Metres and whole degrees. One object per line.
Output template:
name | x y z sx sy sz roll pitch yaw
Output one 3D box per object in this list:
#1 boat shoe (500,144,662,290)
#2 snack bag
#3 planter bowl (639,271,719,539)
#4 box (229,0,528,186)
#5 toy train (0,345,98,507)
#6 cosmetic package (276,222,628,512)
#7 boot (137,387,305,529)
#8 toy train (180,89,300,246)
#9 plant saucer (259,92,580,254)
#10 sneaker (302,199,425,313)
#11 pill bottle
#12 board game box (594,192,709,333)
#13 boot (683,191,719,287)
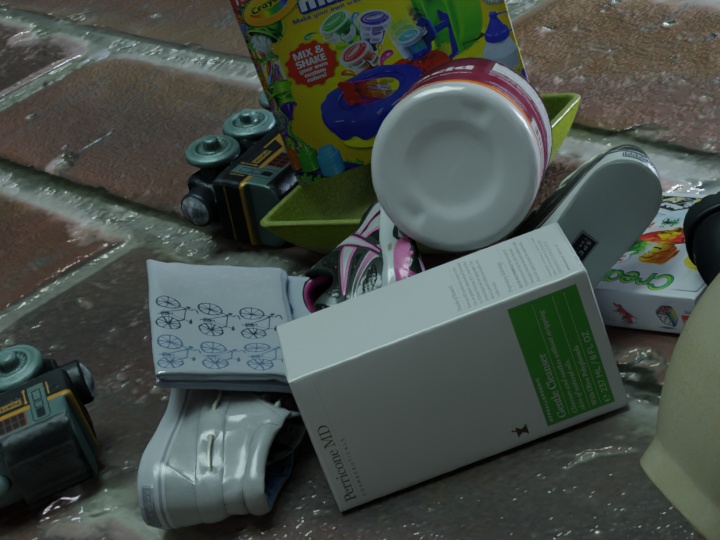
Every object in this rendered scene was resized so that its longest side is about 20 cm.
boat shoe | 0.126 -0.002 1.550 0.200 0.071 0.064 -45 11 13
snack bag | -0.049 0.040 1.609 0.199 0.022 0.189 4 23 -8
planter bowl | 0.232 0.095 1.211 0.135 0.200 0.200 -47 24 7
box | 0.009 -0.202 1.811 0.199 0.193 0.122 -19 37 3
toy train | -0.277 0.128 1.624 0.199 0.085 0.114 -23 34 -4
cosmetic package | 0.057 0.061 1.482 0.199 0.108 0.085 -22 25 0
boot | -0.081 0.105 1.562 0.095 0.074 0.200 -3 33 13
toy train | -0.061 -0.092 1.926 0.114 0.086 0.200 13 38 32
plant saucer | 0.054 -0.068 1.819 0.199 0.048 0.200 -1 31 37
sneaker | 0.000 0.000 1.606 0.086 0.081 0.200 -17 9 3
pill bottle | 0.075 -0.087 1.609 0.114 0.115 0.200 -16 9 11
board game box | 0.189 -0.009 1.608 0.199 0.035 0.126 5 36 44
boot | 0.304 -0.002 1.435 0.199 0.077 0.168 -17 35 7
